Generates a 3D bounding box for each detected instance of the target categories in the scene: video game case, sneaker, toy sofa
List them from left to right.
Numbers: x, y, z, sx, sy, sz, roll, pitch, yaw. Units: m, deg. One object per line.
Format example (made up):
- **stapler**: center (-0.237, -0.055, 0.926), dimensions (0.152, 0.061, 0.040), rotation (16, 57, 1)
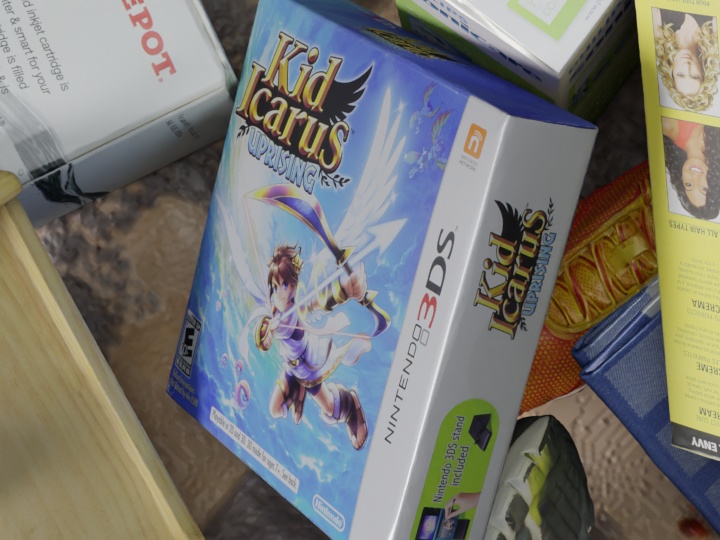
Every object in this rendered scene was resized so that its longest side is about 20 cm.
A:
- **toy sofa**: center (-0.145, 0.056, 1.096), dimensions (0.083, 0.097, 0.201), rotation (-34, 110, -19)
- **video game case**: center (0.000, 0.000, 1.049), dimensions (0.045, 0.200, 0.182), rotation (8, 104, -32)
- **sneaker**: center (0.024, 0.136, 1.049), dimensions (0.084, 0.075, 0.201), rotation (5, 52, 35)
- **sneaker**: center (0.110, -0.011, 1.119), dimensions (0.200, 0.077, 0.073), rotation (-38, 80, -1)

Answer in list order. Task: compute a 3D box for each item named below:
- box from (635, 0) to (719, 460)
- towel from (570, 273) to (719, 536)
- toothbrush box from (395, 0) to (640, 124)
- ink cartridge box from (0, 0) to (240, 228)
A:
- **box**: center (0.149, -0.030, 1.011), dimensions (0.050, 0.075, 0.201), rotation (14, 120, 42)
- **towel**: center (0.195, 0.015, 1.102), dimensions (0.200, 0.024, 0.147), rotation (-43, 118, -1)
- **toothbrush box**: center (0.088, -0.136, 1.077), dimensions (0.086, 0.200, 0.146), rotation (35, 85, 9)
- **ink cartridge box**: center (-0.165, -0.091, 1.150), dimensions (0.199, 0.083, 0.147), rotation (-25, 80, 2)
